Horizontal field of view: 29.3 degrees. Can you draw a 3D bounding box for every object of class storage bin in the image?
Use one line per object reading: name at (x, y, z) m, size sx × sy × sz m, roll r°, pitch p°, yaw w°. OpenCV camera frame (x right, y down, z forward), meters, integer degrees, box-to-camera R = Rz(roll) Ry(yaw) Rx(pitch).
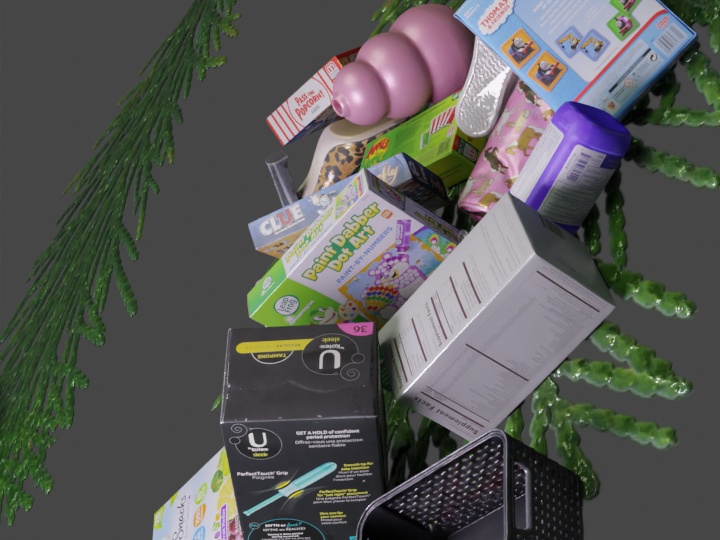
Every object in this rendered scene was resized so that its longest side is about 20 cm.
storage bin at (0.090, 0.245, 1.193) m, size 0.200 × 0.094 × 0.136 m, roll -39°, pitch 32°, yaw 37°

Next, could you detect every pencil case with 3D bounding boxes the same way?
pencil case at (0.179, -0.134, 1.458) m, size 0.201 × 0.086 × 0.083 m, roll -63°, pitch -17°, yaw -10°

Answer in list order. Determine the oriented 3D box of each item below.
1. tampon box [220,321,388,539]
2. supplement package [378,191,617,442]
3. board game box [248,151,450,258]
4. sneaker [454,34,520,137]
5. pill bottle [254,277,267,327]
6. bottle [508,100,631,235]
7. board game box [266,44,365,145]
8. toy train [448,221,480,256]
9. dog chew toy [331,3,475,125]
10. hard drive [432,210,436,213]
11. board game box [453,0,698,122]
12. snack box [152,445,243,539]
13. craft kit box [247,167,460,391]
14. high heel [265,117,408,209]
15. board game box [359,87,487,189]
tampon box at (-0.050, 0.164, 1.360) m, size 0.127 × 0.149 × 0.201 m, roll -90°, pitch -3°, yaw -47°
supplement package at (0.125, 0.048, 1.317) m, size 0.200 × 0.114 × 0.110 m, roll -47°, pitch 29°, yaw 21°
board game box at (-0.011, -0.066, 1.574) m, size 0.199 × 0.135 × 0.035 m, roll -23°, pitch 73°, yaw 16°
sneaker at (0.172, -0.253, 1.540) m, size 0.118 × 0.074 × 0.201 m, roll -41°, pitch -22°, yaw -60°
pill bottle at (-0.015, 0.009, 1.548) m, size 0.199 × 0.111 × 0.111 m, roll -24°, pitch 37°, yaw 18°
bottle at (0.187, -0.068, 1.365) m, size 0.065 × 0.083 × 0.201 m, roll 51°, pitch 122°, yaw 42°
board game box at (-0.014, -0.247, 1.839) m, size 0.151 × 0.046 × 0.200 m, roll -36°, pitch -3°, yaw 38°
toy train at (0.096, 0.031, 1.407) m, size 0.046 × 0.034 × 0.201 m, roll 54°, pitch 138°, yaw 34°
dog chew toy at (0.051, -0.244, 1.692) m, size 0.200 × 0.125 × 0.124 m, roll -32°, pitch 17°, yaw -23°
hard drive at (0.000, 0.000, 1.635) m, size 0.131 × 0.027 × 0.201 m, roll 9°, pitch 68°, yaw 34°
board game box at (0.216, -0.247, 1.395) m, size 0.151 × 0.200 × 0.037 m, roll -47°, pitch -11°, yaw 15°
snack box at (-0.168, 0.308, 1.612) m, size 0.200 × 0.068 × 0.169 m, roll -46°, pitch 29°, yaw 28°
craft kit box at (0.017, 0.015, 1.450) m, size 0.200 × 0.197 × 0.049 m, roll -47°, pitch 28°, yaw 24°
high heel at (-0.017, -0.124, 1.842) m, size 0.199 × 0.143 × 0.071 m, roll -21°, pitch 34°, yaw -2°
board game box at (0.073, -0.138, 1.686) m, size 0.200 × 0.048 × 0.102 m, roll -25°, pitch 41°, yaw 48°
